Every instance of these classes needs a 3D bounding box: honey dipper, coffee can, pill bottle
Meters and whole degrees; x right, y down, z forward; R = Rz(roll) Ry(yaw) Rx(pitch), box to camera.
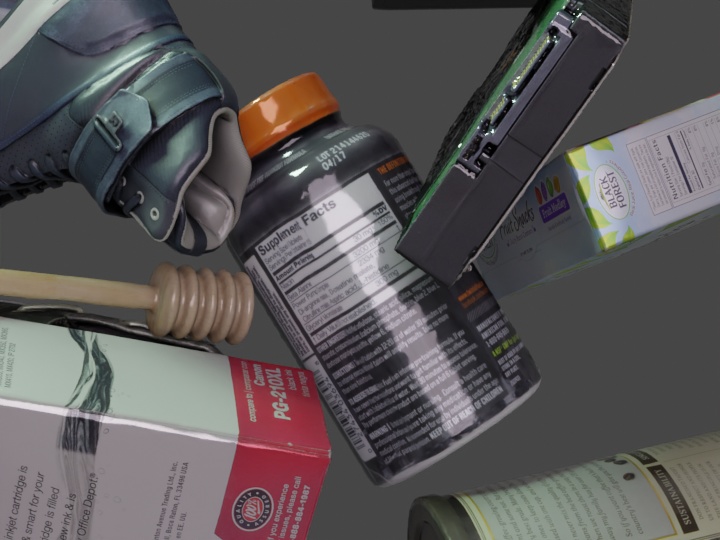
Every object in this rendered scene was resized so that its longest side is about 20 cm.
[{"bbox_3d":[-0.146,0.007,0.745,0.198,0.038,0.039,8,80,-28],"label":"honey dipper"},{"bbox_3d":[0.137,0.164,0.783,0.197,0.146,0.148,-12,84,-11],"label":"coffee can"},{"bbox_3d":[0.000,0.000,0.806,0.106,0.106,0.201,-31,87,-12],"label":"pill bottle"}]

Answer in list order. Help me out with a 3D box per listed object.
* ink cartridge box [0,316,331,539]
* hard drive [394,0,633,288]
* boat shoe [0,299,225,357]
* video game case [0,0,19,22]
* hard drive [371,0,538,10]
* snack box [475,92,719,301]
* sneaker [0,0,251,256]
[{"bbox_3d":[-0.129,0.111,0.740,0.197,0.085,0.146,11,113,-14],"label":"ink cartridge box"},{"bbox_3d":[0.081,-0.086,0.763,0.038,0.200,0.140,33,113,-2],"label":"hard drive"},{"bbox_3d":[-0.164,0.046,0.794,0.197,0.064,0.072,1,82,-9],"label":"boat shoe"},{"bbox_3d":[-0.193,-0.211,0.787,0.199,0.023,0.185,3,79,-51],"label":"video game case"},{"bbox_3d":[0.071,-0.248,0.871,0.137,0.033,0.203,-2,83,-4],"label":"hard drive"},{"bbox_3d":[0.143,-0.041,0.786,0.141,0.200,0.054,-20,86,-11],"label":"snack box"},{"bbox_3d":[-0.145,-0.042,0.766,0.202,0.077,0.147,-43,78,17],"label":"sneaker"}]
